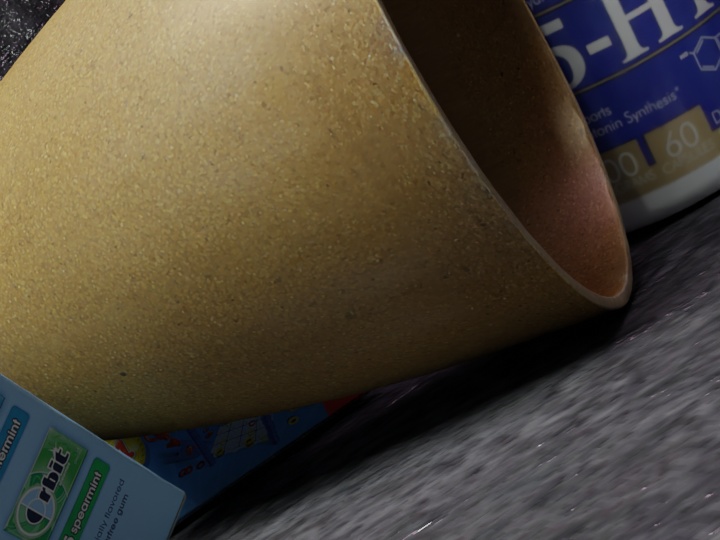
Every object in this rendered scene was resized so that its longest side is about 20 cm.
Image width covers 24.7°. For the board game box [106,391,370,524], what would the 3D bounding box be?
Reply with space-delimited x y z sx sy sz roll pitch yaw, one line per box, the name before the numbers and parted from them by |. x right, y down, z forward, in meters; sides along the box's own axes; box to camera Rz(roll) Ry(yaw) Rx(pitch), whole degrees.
board game box | -0.120 0.070 0.679 0.195 0.056 0.200 -34 13 -22

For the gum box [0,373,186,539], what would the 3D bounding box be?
gum box | -0.173 0.029 0.461 0.169 0.200 0.045 6 66 39

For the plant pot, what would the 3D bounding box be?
plant pot | -0.043 -0.026 0.528 0.199 0.187 0.186 -30 3 20

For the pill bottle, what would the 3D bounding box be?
pill bottle | 0.075 -0.124 0.634 0.119 0.201 0.120 -27 16 8
